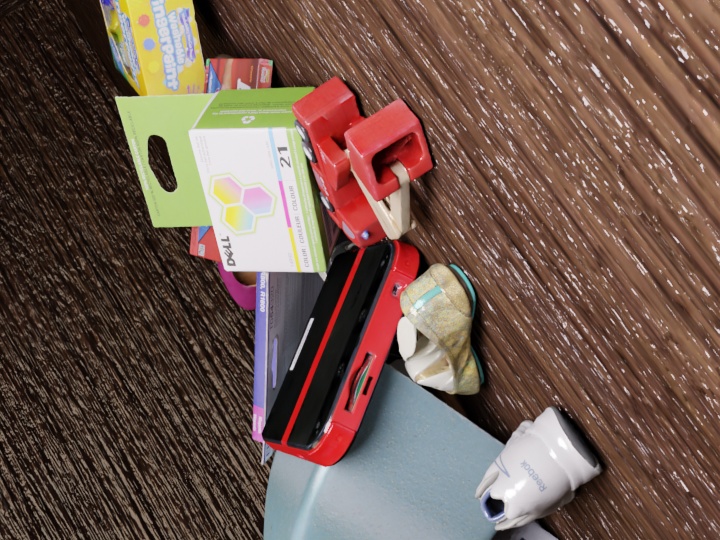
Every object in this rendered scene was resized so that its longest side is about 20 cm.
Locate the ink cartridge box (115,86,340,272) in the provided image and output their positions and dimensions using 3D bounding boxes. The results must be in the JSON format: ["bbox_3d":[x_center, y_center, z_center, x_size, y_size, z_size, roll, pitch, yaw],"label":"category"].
[{"bbox_3d":[-0.126,-0.079,0.899,0.076,0.196,0.150,-71,-23,-51],"label":"ink cartridge box"}]

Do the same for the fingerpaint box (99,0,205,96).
[{"bbox_3d":[-0.234,-0.297,1.062,0.167,0.072,0.203,45,148,52],"label":"fingerpaint box"}]

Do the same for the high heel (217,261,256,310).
[{"bbox_3d":[-0.114,-0.014,1.077,0.097,0.066,0.203,-125,24,-43],"label":"high heel"}]

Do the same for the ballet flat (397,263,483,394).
[{"bbox_3d":[0.064,0.063,0.842,0.071,0.070,0.201,52,169,28],"label":"ballet flat"}]

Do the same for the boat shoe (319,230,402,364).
[{"bbox_3d":[0.000,0.000,1.022,0.071,0.068,0.203,-2,-121,-48],"label":"boat shoe"}]

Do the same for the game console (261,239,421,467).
[{"bbox_3d":[-0.020,0.071,0.895,0.031,0.203,0.176,27,166,-17],"label":"game console"}]

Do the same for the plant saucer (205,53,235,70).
[{"bbox_3d":[-0.126,-0.137,1.097,0.200,0.029,0.202,48,153,33],"label":"plant saucer"}]

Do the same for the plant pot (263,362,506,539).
[{"bbox_3d":[0.013,0.214,0.950,0.194,0.202,0.196,34,170,-13],"label":"plant pot"}]

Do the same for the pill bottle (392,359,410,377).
[{"bbox_3d":[0.012,0.139,1.197,0.113,0.111,0.200,56,170,7],"label":"pill bottle"}]

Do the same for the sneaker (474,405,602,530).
[{"bbox_3d":[0.126,0.165,0.786,0.075,0.086,0.201,52,170,19],"label":"sneaker"}]

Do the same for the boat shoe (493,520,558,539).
[{"bbox_3d":[0.152,0.276,1.034,0.200,0.071,0.072,46,161,43],"label":"boat shoe"}]

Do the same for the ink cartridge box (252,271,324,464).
[{"bbox_3d":[-0.080,0.072,1.050,0.200,0.042,0.201,-35,-50,-69],"label":"ink cartridge box"}]

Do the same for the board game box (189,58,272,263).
[{"bbox_3d":[-0.132,-0.110,1.005,0.102,0.019,0.205,13,99,49],"label":"board game box"}]

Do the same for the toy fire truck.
[{"bbox_3d":[0.006,-0.072,0.765,0.142,0.048,0.201,51,168,34],"label":"toy fire truck"}]
